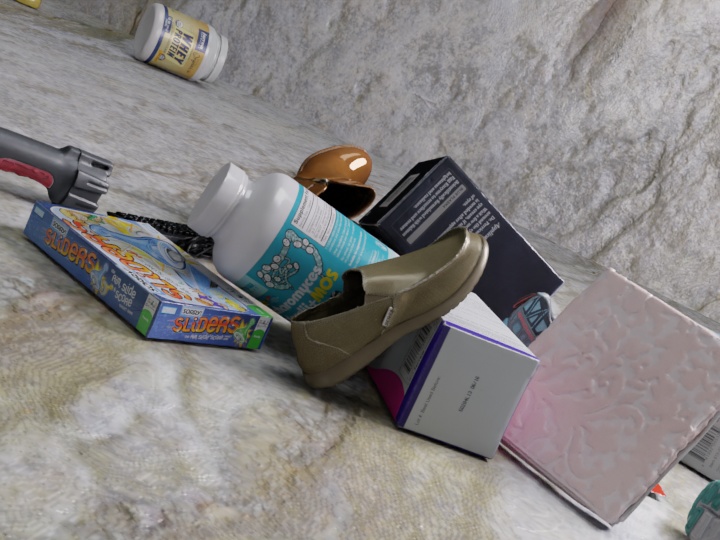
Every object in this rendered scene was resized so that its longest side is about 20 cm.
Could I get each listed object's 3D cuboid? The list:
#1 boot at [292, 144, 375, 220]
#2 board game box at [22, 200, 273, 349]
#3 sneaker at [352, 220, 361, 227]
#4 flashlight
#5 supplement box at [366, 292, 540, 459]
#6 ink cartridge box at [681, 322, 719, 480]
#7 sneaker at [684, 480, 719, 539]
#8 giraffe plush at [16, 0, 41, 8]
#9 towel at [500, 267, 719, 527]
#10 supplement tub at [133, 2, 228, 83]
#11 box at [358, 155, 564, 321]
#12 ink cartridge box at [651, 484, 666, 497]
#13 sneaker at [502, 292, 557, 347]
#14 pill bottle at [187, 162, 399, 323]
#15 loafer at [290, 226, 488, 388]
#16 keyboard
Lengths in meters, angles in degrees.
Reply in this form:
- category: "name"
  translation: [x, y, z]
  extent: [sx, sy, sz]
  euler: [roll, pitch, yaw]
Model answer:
- category: "boot"
  translation: [-0.030, -0.093, 1.284]
  extent: [0.199, 0.077, 0.155]
  euler: [-23, 12, -33]
- category: "board game box"
  translation: [-0.188, 0.004, 1.011]
  extent: [0.199, 0.035, 0.135]
  euler: [33, 13, 36]
- category: "sneaker"
  translation: [0.000, 0.000, 1.343]
  extent: [0.199, 0.084, 0.121]
  euler: [24, 20, 3]
- category: "flashlight"
  translation: [-0.346, -0.105, 1.117]
  extent: [0.199, 0.069, 0.067]
  euler: [22, -24, -38]
- category: "supplement box"
  translation: [0.074, 0.077, 1.071]
  extent: [0.103, 0.102, 0.200]
  euler: [21, 12, -18]
- category: "ink cartridge box"
  translation: [0.396, 0.145, 1.343]
  extent: [0.199, 0.147, 0.083]
  euler: [31, 11, 28]
- category: "sneaker"
  translation: [0.357, 0.247, 0.977]
  extent: [0.091, 0.078, 0.200]
  euler: [27, 12, -11]
- category: "giraffe plush"
  translation: [-0.851, -0.755, 2.797]
  extent: [0.172, 0.163, 0.200]
  euler: [29, 11, 22]
- category: "towel"
  translation: [0.226, 0.110, 1.045]
  extent: [0.191, 0.200, 0.032]
  euler: [38, -13, 43]
- category: "supplement tub"
  translation: [-0.437, -0.549, 2.793]
  extent: [0.199, 0.145, 0.144]
  euler: [18, 13, -30]
- category: "box"
  translation: [0.112, -0.023, 1.352]
  extent: [0.200, 0.117, 0.197]
  euler: [47, -2, -7]
- category: "ink cartridge box"
  translation: [0.219, 0.150, 1.190]
  extent: [0.198, 0.051, 0.162]
  euler: [21, 11, -2]
- category: "sneaker"
  translation: [0.233, 0.094, 1.141]
  extent: [0.199, 0.096, 0.079]
  euler: [32, 12, -4]
- category: "pill bottle"
  translation: [-0.059, -0.014, 1.058]
  extent: [0.199, 0.111, 0.111]
  euler: [34, 8, -16]
- category: "loafer"
  translation: [0.024, 0.021, 0.979]
  extent: [0.068, 0.200, 0.076]
  euler: [56, -13, -20]
- category: "keyboard"
  translation: [-0.175, -0.043, 1.258]
  extent: [0.104, 0.040, 0.199]
  euler: [31, 13, 33]
